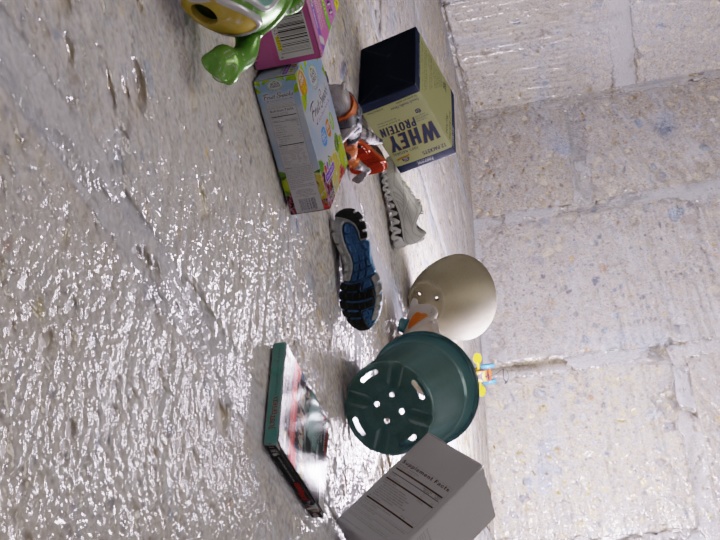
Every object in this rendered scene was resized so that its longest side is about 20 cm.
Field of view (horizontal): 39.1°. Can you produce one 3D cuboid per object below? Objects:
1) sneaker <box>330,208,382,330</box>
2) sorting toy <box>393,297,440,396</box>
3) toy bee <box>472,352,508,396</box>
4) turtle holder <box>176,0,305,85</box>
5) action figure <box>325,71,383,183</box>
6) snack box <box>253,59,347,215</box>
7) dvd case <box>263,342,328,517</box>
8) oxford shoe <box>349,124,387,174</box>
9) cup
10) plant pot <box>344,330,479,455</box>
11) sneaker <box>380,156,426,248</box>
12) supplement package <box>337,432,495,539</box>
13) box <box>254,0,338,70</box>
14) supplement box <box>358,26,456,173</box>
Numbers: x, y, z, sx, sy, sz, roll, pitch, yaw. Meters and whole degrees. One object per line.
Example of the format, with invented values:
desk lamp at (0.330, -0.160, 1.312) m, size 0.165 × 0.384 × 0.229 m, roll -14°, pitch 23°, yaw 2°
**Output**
sneaker at (0.000, 0.000, 1.685) m, size 0.087 × 0.074 × 0.202 m, roll 36°, pitch 47°, yaw -81°
sorting toy at (0.124, 0.149, 2.116) m, size 0.180 × 0.106 × 0.202 m, roll -89°, pitch 166°, yaw -65°
toy bee at (0.380, 0.325, 3.209) m, size 0.200 × 0.108 × 0.132 m, roll 114°, pitch -33°, yaw -64°
turtle holder at (-0.150, -0.314, 1.101) m, size 0.186 × 0.141 × 0.132 m, roll -61°, pitch 165°, yaw 24°
action figure at (-0.027, -0.259, 1.651) m, size 0.194 × 0.104 × 0.202 m, roll 62°, pitch 21°, yaw -71°
snack box at (-0.081, -0.207, 1.447) m, size 0.169 × 0.067 × 0.201 m, roll -75°, pitch 152°, yaw -60°
dvd case at (-0.078, 0.207, 1.297) m, size 0.201 × 0.022 × 0.147 m, roll 66°, pitch 20°, yaw -49°
oxford shoe at (0.002, -0.228, 1.844) m, size 0.200 × 0.071 × 0.073 m, roll 45°, pitch 33°, yaw -70°
cup at (0.189, 0.065, 2.302) m, size 0.143 × 0.199 × 0.202 m, roll -4°, pitch 86°, yaw -51°
plant pot at (0.075, 0.208, 1.651) m, size 0.196 × 0.199 × 0.202 m, roll -6°, pitch 88°, yaw -69°
sneaker at (0.094, -0.151, 2.193) m, size 0.075 × 0.080 × 0.202 m, roll -48°, pitch 128°, yaw -72°
supplement package at (0.086, 0.364, 1.492) m, size 0.200 × 0.119 × 0.122 m, roll -38°, pitch 131°, yaw -26°
box at (-0.106, -0.402, 1.388) m, size 0.201 × 0.096 × 0.177 m, roll -81°, pitch 159°, yaw -55°
supplement box at (0.100, -0.357, 2.130) m, size 0.200 × 0.133 × 0.201 m, roll 52°, pitch 29°, yaw -40°
